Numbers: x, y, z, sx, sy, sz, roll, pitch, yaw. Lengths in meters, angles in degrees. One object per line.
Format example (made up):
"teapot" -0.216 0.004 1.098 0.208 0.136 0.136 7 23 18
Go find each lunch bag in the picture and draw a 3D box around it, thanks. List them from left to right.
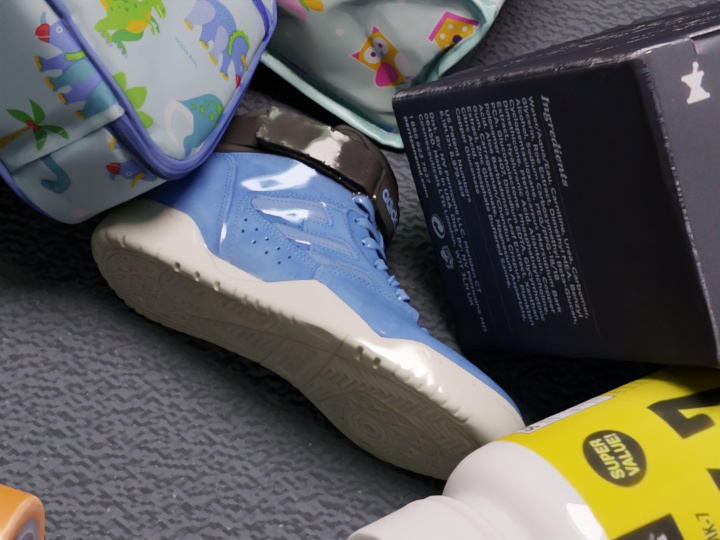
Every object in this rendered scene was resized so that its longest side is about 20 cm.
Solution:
"lunch bag" -0.123 -0.136 0.846 0.082 0.200 0.161 -22 23 30
"lunch bag" -0.014 -0.180 0.978 0.200 0.122 0.171 31 48 -1

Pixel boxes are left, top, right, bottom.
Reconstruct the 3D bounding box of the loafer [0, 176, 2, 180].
"loafer" -0.164 -0.108 0.938 0.070 0.068 0.201 17 47 7

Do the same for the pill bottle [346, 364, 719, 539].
"pill bottle" 0.099 0.100 0.748 0.199 0.115 0.114 -21 53 -25

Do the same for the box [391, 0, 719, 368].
"box" 0.149 -0.046 0.826 0.196 0.200 0.118 -18 97 -23

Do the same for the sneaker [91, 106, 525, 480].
"sneaker" 0.000 -0.001 0.854 0.199 0.077 0.111 26 58 25

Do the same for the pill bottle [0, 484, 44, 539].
"pill bottle" -0.212 0.084 0.722 0.199 0.106 0.106 15 46 7
